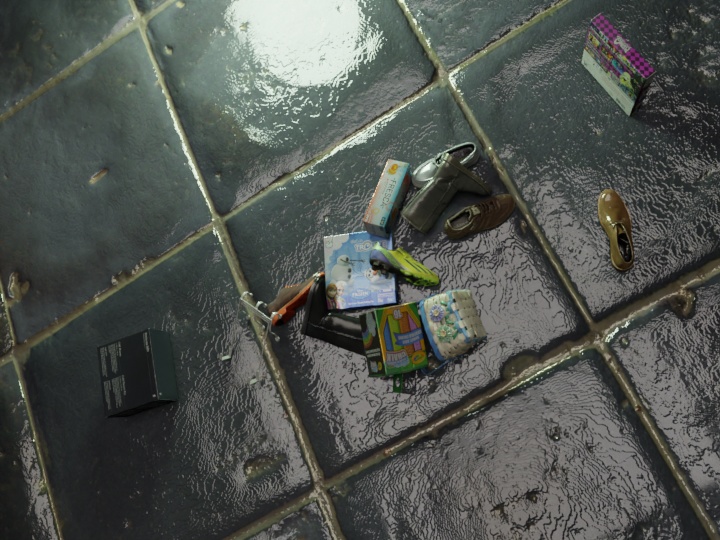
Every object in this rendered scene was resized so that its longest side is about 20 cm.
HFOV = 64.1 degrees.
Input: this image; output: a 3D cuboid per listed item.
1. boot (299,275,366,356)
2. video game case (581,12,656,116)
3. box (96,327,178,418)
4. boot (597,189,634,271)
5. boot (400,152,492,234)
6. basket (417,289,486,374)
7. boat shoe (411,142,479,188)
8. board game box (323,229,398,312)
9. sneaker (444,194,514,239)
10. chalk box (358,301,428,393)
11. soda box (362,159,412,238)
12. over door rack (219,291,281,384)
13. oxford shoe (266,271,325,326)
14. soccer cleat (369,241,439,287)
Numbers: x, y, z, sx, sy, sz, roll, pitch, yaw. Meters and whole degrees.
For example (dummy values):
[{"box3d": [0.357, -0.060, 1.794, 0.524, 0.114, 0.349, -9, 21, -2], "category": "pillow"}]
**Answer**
[{"box3d": [-0.046, 0.120, 1.491, 0.194, 0.066, 0.170, 18, 108, 9], "category": "boot"}, {"box3d": [0.627, -0.500, 1.412, 0.035, 0.181, 0.203, -33, 71, 5], "category": "video game case"}, {"box3d": [-0.631, 0.293, 1.631, 0.177, 0.104, 0.207, -18, 74, 12], "category": "box"}, {"box3d": [0.623, -0.107, 1.384, 0.071, 0.075, 0.207, -11, 74, 14], "category": "boot"}, {"box3d": [0.225, -0.180, 1.506, 0.179, 0.073, 0.203, 30, 100, -13], "category": "boot"}, {"box3d": [0.198, 0.140, 1.424, 0.199, 0.136, 0.181, -38, 66, 41], "category": "basket"}, {"box3d": [0.223, -0.288, 1.536, 0.196, 0.071, 0.072, -24, 72, 9], "category": "boat shoe"}, {"box3d": [0.000, 0.000, 1.550, 0.193, 0.043, 0.207, -7, 76, 13], "category": "board game box"}, {"box3d": [0.307, -0.141, 1.478, 0.196, 0.075, 0.072, -28, 72, 8], "category": "sneaker"}, {"box3d": [0.084, 0.194, 1.415, 0.120, 0.124, 0.207, -8, 83, -20], "category": "chalk box"}, {"box3d": [0.075, -0.193, 1.538, 0.066, 0.064, 0.205, 15, 70, 21], "category": "soda box"}, {"box3d": [-0.295, 0.182, 1.570, 0.146, 0.066, 0.206, 27, 99, 36], "category": "over door rack"}, {"box3d": [-0.181, 0.061, 1.575, 0.199, 0.071, 0.073, -41, 67, 4], "category": "oxford shoe"}, {"box3d": [0.118, -0.018, 1.485, 0.194, 0.065, 0.086, 19, 67, -7], "category": "soccer cleat"}]
